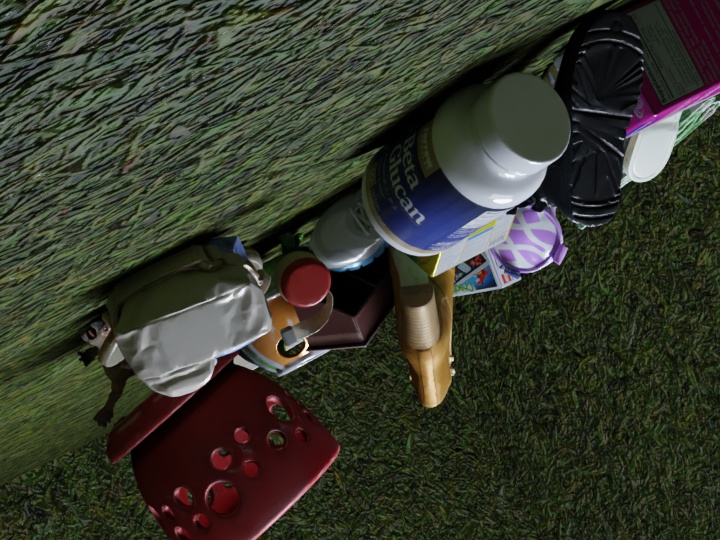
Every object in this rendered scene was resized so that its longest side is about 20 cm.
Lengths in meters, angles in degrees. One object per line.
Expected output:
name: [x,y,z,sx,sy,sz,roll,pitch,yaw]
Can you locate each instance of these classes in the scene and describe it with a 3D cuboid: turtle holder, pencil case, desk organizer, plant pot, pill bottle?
turtle holder: [-0.096,0.047,1.841,0.141,0.132,0.185,-27,176,-25]
pencil case: [0.185,-0.065,1.844,0.200,0.085,0.084,-76,-178,-66]
desk organizer: [0.000,0.000,1.783,0.071,0.077,0.200,-6,-154,28]
plant pot: [-0.148,0.187,1.764,0.200,0.183,0.200,-40,-179,1]
pill bottle: [0.093,-0.095,1.460,0.111,0.111,0.200,-26,175,-35]

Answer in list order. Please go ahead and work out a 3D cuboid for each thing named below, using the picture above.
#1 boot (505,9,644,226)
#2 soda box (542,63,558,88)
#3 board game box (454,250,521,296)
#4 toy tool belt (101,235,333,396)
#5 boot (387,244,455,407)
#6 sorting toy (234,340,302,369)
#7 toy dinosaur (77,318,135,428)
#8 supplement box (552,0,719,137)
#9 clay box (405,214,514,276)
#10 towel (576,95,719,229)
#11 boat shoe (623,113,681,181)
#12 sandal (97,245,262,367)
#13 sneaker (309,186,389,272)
boot: [0.174,-0.139,1.498,0.073,0.199,0.162,-1,-166,-25]
soda box: [0.222,-0.175,1.696,0.068,0.064,0.200,-28,177,-2]
board game box: [0.102,-0.032,1.995,0.035,0.127,0.200,-24,-174,-30]
toy tool belt: [-0.134,0.021,1.526,0.199,0.125,0.123,-25,-153,-9]
boot: [0.067,0.034,1.772,0.070,0.144,0.202,-2,-140,7]
sorting toy: [-0.105,0.044,2.101,0.200,0.107,0.180,-30,-177,23]
toy dinosaur: [-0.222,0.078,1.760,0.135,0.086,0.200,-39,177,32]
supplement box: [0.295,-0.204,1.551,0.199,0.104,0.101,-25,176,-25]
clay box: [0.118,-0.096,1.662,0.115,0.048,0.201,-26,145,-37]
towel: [0.281,-0.155,1.805,0.200,0.153,0.023,-43,129,19]
boat shoe: [0.299,-0.190,1.697,0.073,0.062,0.201,0,120,-32]
sandal: [-0.168,0.040,1.647,0.200,0.054,0.080,-28,154,-32]
sneaker: [0.030,-0.074,1.704,0.200,0.075,0.087,-36,170,-5]
